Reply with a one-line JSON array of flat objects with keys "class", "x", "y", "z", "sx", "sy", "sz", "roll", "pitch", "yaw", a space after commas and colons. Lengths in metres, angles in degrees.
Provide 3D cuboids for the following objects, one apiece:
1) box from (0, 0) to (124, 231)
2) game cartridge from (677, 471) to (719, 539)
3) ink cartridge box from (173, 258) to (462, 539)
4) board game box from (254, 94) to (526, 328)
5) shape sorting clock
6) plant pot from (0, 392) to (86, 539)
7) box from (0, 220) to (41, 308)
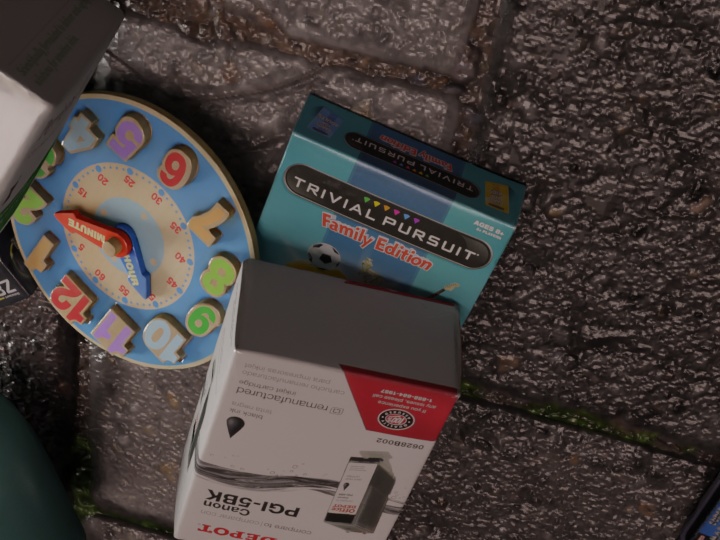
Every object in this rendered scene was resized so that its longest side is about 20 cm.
[{"class": "box", "x": -0.274, "y": -0.108, "z": 0.821, "sx": 0.199, "sy": 0.199, "sz": 0.172, "roll": 30, "pitch": 113, "yaw": -10}, {"class": "game cartridge", "x": 0.312, "y": 0.169, "z": 1.005, "sx": 0.129, "sy": 0.038, "sz": 0.201, "roll": 17, "pitch": 131, "yaw": -3}, {"class": "ink cartridge box", "x": -0.032, "y": 0.102, "z": 0.942, "sx": 0.146, "sy": 0.083, "sz": 0.200, "roll": 12, "pitch": 133, "yaw": -10}, {"class": "board game box", "x": 0.000, "y": 0.000, "z": 0.949, "sx": 0.150, "sy": 0.047, "sz": 0.200, "roll": 22, "pitch": 131, "yaw": -2}, {"class": "shape sorting clock", "x": -0.155, "y": -0.022, "z": 0.953, "sx": 0.199, "sy": 0.039, "sz": 0.201, "roll": 16, "pitch": 126, "yaw": 24}, {"class": "plant pot", "x": -0.329, "y": 0.173, "z": 1.101, "sx": 0.200, "sy": 0.201, "sz": 0.162, "roll": -3, "pitch": 117, "yaw": 18}, {"class": "box", "x": -0.347, "y": -0.025, "z": 1.033, "sx": 0.199, "sy": 0.049, "sz": 0.162, "roll": -19, "pitch": 118, "yaw": 28}]
